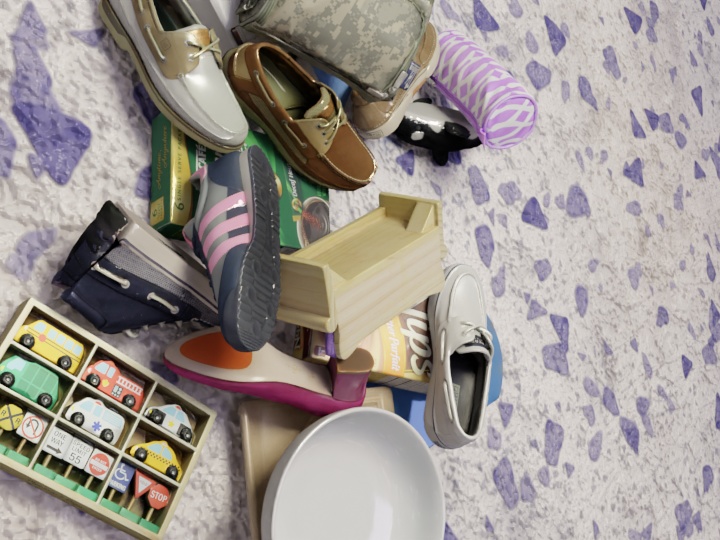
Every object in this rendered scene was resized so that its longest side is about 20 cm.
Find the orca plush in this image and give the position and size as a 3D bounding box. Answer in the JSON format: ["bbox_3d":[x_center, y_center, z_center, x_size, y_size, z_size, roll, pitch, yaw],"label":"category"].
[{"bbox_3d":[0.114,-0.179,1.091,0.105,0.072,0.199,35,32,28],"label":"orca plush"}]

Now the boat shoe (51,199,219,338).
[{"bbox_3d":[-0.185,0.026,0.739,0.093,0.075,0.200,-48,134,-3],"label":"boat shoe"}]

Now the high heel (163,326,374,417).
[{"bbox_3d":[-0.088,0.110,0.771,0.197,0.097,0.068,9,43,-12],"label":"high heel"}]

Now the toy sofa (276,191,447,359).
[{"bbox_3d":[0.000,0.000,0.809,0.199,0.082,0.099,-31,124,-44],"label":"toy sofa"}]

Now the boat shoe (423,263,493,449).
[{"bbox_3d":[0.113,0.085,0.859,0.073,0.065,0.203,11,70,-24],"label":"boat shoe"}]

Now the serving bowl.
[{"bbox_3d":[-0.013,0.230,0.766,0.198,0.065,0.203,6,79,-36],"label":"serving bowl"}]

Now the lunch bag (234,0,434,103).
[{"bbox_3d":[-0.022,-0.287,0.850,0.198,0.139,0.170,22,83,-34],"label":"lunch bag"}]

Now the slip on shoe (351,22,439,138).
[{"bbox_3d":[0.040,-0.252,1.006,0.201,0.075,0.061,-62,141,-28],"label":"slip on shoe"}]

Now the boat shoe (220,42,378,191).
[{"bbox_3d":[-0.055,-0.154,0.833,0.199,0.073,0.076,37,64,-28],"label":"boat shoe"}]

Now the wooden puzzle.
[{"bbox_3d":[-0.034,0.218,0.825,0.198,0.037,0.188,2,76,-39],"label":"wooden puzzle"}]

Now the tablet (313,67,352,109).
[{"bbox_3d":[-0.041,-0.294,0.997,0.130,0.014,0.202,38,55,-28],"label":"tablet"}]

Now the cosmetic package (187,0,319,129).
[{"bbox_3d":[-0.123,-0.264,0.877,0.082,0.050,0.202,-34,101,-33],"label":"cosmetic package"}]

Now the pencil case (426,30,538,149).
[{"bbox_3d":[0.143,-0.232,1.037,0.085,0.201,0.085,-20,133,-14],"label":"pencil case"}]

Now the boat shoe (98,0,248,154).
[{"bbox_3d":[-0.169,-0.203,0.773,0.201,0.068,0.075,51,33,2],"label":"boat shoe"}]

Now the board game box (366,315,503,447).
[{"bbox_3d":[0.077,0.110,0.961,0.199,0.039,0.159,-28,90,-29],"label":"board game box"}]

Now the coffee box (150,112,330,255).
[{"bbox_3d":[-0.118,-0.082,0.839,0.198,0.044,0.125,12,69,-40],"label":"coffee box"}]

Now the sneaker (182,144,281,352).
[{"bbox_3d":[-0.117,-0.015,0.719,0.070,0.081,0.202,54,28,-52],"label":"sneaker"}]

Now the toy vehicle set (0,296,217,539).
[{"bbox_3d":[-0.226,0.129,0.686,0.199,0.026,0.125,39,54,-28],"label":"toy vehicle set"}]

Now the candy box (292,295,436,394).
[{"bbox_3d":[0.029,0.063,0.893,0.198,0.055,0.117,14,68,-22],"label":"candy box"}]
